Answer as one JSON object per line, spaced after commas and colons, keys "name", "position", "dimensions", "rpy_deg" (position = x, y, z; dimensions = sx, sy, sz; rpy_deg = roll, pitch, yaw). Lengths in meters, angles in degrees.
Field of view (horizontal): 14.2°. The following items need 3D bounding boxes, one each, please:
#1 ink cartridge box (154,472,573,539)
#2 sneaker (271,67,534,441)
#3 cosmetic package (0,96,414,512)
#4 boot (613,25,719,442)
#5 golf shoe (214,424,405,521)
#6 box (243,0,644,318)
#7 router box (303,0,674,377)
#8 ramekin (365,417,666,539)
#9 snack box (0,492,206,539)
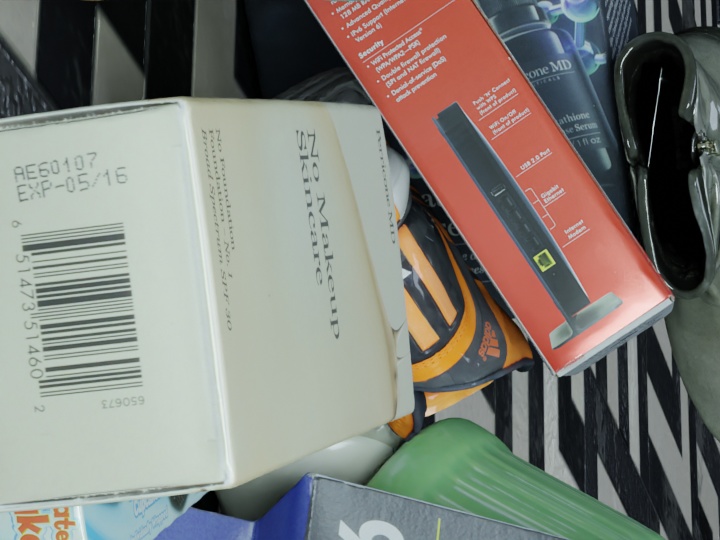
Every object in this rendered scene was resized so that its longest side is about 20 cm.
{"name": "ink cartridge box", "position": [0.013, 0.158, 0.910], "dimensions": [0.047, 0.200, 0.198], "rpy_deg": [114, -12, -46]}
{"name": "sneaker", "position": [0.000, 0.000, 1.055], "dimensions": [0.112, 0.078, 0.200], "rpy_deg": [57, 4, -20]}
{"name": "cosmetic package", "position": [-0.046, 0.005, 0.824], "dimensions": [0.200, 0.073, 0.104], "rpy_deg": [-14, 97, -75]}
{"name": "boot", "position": [0.141, -0.003, 1.199], "dimensions": [0.131, 0.068, 0.200], "rpy_deg": [-32, 109, -70]}
{"name": "golf shoe", "position": [-0.014, 0.112, 1.098], "dimensions": [0.200, 0.078, 0.097], "rpy_deg": [59, 35, -61]}
{"name": "box", "position": [0.040, -0.086, 1.231], "dimensions": [0.107, 0.148, 0.200], "rpy_deg": [-70, 152, -63]}
{"name": "router box", "position": [0.045, -0.048, 1.047], "dimensions": [0.180, 0.049, 0.200], "rpy_deg": [57, 4, 4]}
{"name": "ramekin", "position": [0.040, 0.164, 1.074], "dimensions": [0.200, 0.098, 0.200], "rpy_deg": [-52, 155, -36]}
{"name": "snack box", "position": [-0.079, 0.022, 0.914], "dimensions": [0.200, 0.037, 0.116], "rpy_deg": [-37, 120, -75]}
